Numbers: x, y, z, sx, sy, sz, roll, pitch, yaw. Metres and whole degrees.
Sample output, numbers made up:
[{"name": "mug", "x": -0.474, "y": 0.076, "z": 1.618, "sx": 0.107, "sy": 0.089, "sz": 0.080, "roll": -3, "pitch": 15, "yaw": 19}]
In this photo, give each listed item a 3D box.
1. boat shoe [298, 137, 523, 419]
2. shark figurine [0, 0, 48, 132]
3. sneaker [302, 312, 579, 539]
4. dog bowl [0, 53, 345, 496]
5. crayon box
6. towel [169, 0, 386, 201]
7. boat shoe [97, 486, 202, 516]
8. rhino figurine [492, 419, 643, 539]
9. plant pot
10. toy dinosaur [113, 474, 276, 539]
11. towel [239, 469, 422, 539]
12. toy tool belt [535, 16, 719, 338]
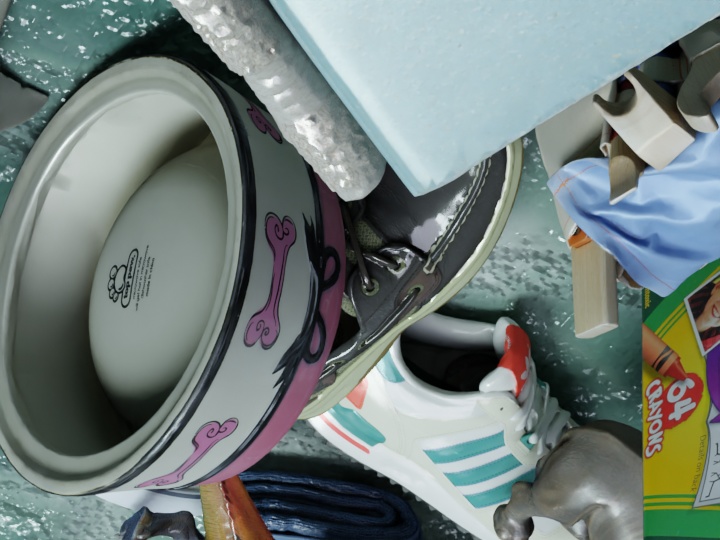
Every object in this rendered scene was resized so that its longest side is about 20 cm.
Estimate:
[{"name": "boat shoe", "x": -0.001, "y": 0.000, "z": 1.361, "sx": 0.072, "sy": 0.066, "sz": 0.201, "roll": 49, "pitch": 121, "yaw": 15}, {"name": "shark figurine", "x": -0.161, "y": -0.092, "z": 1.325, "sx": 0.089, "sy": 0.128, "sz": 0.215, "roll": 13, "pitch": 121, "yaw": -43}, {"name": "sneaker", "x": 0.069, "y": 0.075, "z": 1.451, "sx": 0.200, "sy": 0.070, "sz": 0.093, "roll": 30, "pitch": 136, "yaw": -19}, {"name": "dog bowl", "x": -0.085, "y": 0.008, "z": 1.325, "sx": 0.074, "sy": 0.200, "sz": 0.200, "roll": 16, "pitch": 138, "yaw": -38}, {"name": "crayon box", "x": 0.208, "y": 0.048, "z": 1.320, "sx": 0.172, "sy": 0.200, "sz": 0.058, "roll": -31, "pitch": 125, "yaw": 31}, {"name": "towel", "x": -0.038, "y": -0.132, "z": 1.168, "sx": 0.034, "sy": 0.200, "sz": 0.133, "roll": -28, "pitch": 127, "yaw": 21}, {"name": "boat shoe", "x": -0.133, "y": 0.042, "z": 1.446, "sx": 0.202, "sy": 0.075, "sz": 0.086, "roll": 33, "pitch": 127, "yaw": -12}, {"name": "rhino figurine", "x": 0.160, "y": 0.146, "z": 1.397, "sx": 0.200, "sy": 0.060, "sz": 0.087, "roll": 38, "pitch": 137, "yaw": 12}, {"name": "plant pot", "x": 0.038, "y": -0.191, "z": 1.111, "sx": 0.196, "sy": 0.196, "sz": 0.200, "roll": -32, "pitch": 118, "yaw": 27}, {"name": "toy dinosaur", "x": -0.037, "y": 0.185, "z": 1.424, "sx": 0.181, "sy": 0.105, "sz": 0.200, "roll": 27, "pitch": 107, "yaw": -13}, {"name": "towel", "x": -0.030, "y": 0.184, "z": 1.586, "sx": 0.111, "sy": 0.049, "sz": 0.200, "roll": 8, "pitch": 134, "yaw": -2}, {"name": "toy tool belt", "x": 0.155, "y": -0.062, "z": 1.271, "sx": 0.125, "sy": 0.123, "sz": 0.200, "roll": 28, "pitch": 130, "yaw": -21}]
